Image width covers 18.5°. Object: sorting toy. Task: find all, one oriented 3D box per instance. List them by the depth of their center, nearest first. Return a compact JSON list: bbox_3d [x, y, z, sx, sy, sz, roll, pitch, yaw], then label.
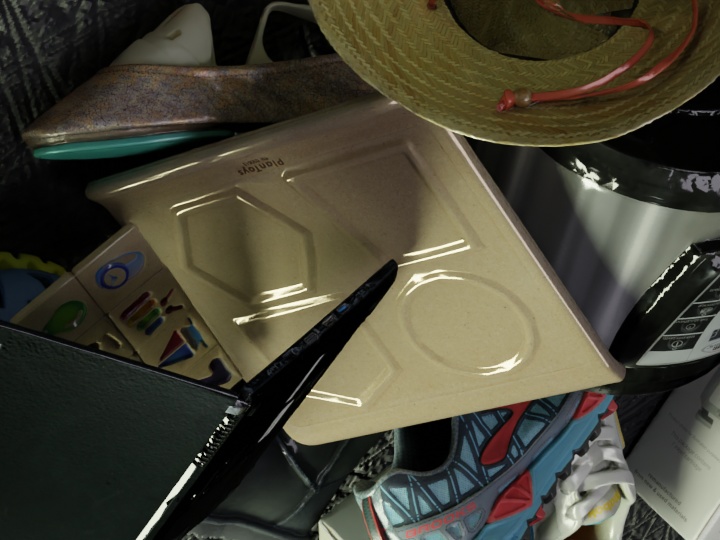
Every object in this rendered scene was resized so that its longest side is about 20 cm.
[{"bbox_3d":[0.000,0.000,1.004,0.200,0.184,0.037,50,41,-33],"label":"sorting toy"}]

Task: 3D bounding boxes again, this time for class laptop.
[{"bbox_3d":[-0.105,0.061,0.947,0.200,0.103,0.177,-40,171,-50],"label":"laptop"}]

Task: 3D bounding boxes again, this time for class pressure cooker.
[{"bbox_3d":[0.129,-0.041,1.059,0.200,0.175,0.179,105,6,-49],"label":"pressure cooker"}]

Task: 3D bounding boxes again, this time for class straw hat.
[{"bbox_3d":[0.076,-0.115,0.924,0.201,0.201,0.085,-38,152,-9],"label":"straw hat"}]

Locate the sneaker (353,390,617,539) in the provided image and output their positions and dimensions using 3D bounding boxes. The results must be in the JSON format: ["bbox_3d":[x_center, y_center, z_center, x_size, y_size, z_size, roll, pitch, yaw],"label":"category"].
[{"bbox_3d":[0.065,0.075,1.132,0.096,0.079,0.200,47,47,-13],"label":"sneaker"}]

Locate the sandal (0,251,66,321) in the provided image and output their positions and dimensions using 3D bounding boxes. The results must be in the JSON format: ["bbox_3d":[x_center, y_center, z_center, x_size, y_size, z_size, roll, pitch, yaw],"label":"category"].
[{"bbox_3d":[-0.192,0.044,0.975,0.199,0.087,0.080,-8,123,-37],"label":"sandal"}]

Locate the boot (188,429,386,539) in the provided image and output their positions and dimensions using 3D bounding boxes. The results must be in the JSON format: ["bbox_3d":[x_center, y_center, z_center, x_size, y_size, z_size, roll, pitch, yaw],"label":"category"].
[{"bbox_3d":[-0.025,0.045,1.123,0.200,0.066,0.165,-50,147,9],"label":"boot"}]

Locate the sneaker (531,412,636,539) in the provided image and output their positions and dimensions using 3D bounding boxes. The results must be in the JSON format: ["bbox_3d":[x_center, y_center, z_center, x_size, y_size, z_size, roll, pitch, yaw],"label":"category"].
[{"bbox_3d":[0.124,0.099,1.278,0.076,0.081,0.201,-25,133,-20],"label":"sneaker"}]

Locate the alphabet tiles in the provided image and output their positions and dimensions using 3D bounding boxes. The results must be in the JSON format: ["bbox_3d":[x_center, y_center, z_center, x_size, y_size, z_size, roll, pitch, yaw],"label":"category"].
[{"bbox_3d":[-0.129,0.084,1.000,0.167,0.008,0.200,-40,144,-7],"label":"alphabet tiles"}]

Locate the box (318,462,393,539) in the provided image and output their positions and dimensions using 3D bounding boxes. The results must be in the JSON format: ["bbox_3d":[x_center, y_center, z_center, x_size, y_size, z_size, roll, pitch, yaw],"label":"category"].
[{"bbox_3d":[0.027,0.189,1.241,0.082,0.068,0.200,-34,151,-23],"label":"box"}]

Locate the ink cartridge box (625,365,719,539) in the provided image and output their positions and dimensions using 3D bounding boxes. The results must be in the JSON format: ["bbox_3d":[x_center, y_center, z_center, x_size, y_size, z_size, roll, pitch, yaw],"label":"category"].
[{"bbox_3d":[0.279,0.082,1.389,0.146,0.083,0.200,19,109,-45],"label":"ink cartridge box"}]

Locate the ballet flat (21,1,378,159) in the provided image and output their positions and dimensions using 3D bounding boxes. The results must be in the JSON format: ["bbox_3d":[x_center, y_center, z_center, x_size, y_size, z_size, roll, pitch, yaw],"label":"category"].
[{"bbox_3d":[-0.054,-0.086,0.995,0.199,0.068,0.068,-3,88,-14],"label":"ballet flat"}]
